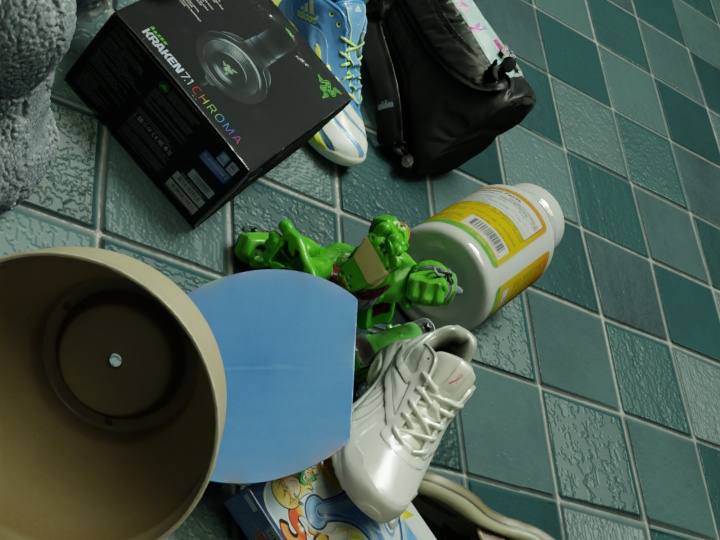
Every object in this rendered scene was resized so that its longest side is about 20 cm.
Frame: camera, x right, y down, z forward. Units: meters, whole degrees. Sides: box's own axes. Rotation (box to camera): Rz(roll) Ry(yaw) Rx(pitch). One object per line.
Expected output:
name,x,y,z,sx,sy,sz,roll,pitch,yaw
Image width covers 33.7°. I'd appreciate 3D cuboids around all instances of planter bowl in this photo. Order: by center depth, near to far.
planter bowl,-0.175,0.074,0.777,0.200,0.200,0.135,48,13,-4

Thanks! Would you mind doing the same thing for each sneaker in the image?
sneaker,0.042,0.106,0.925,0.078,0.099,0.200,41,37,-16
sneaker,-0.030,-0.206,1.173,0.076,0.105,0.200,-12,70,-47

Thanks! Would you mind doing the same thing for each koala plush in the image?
koala plush,-0.263,-0.157,0.837,0.184,0.200,0.177,54,39,2

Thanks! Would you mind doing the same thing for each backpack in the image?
backpack,0.080,-0.217,1.268,0.127,0.167,0.200,10,49,-63

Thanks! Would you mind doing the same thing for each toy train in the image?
toy train,-0.005,0.075,1.024,0.200,0.056,0.042,-17,74,-48

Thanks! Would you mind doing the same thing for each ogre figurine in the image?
ogre figurine,0.000,0.000,1.021,0.120,0.199,0.098,12,71,-61

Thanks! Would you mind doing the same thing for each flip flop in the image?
flip flop,0.103,0.233,1.000,0.200,0.081,0.058,35,59,-17

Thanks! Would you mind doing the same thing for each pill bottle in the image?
pill bottle,0.124,-0.021,1.177,0.111,0.111,0.200,55,39,4

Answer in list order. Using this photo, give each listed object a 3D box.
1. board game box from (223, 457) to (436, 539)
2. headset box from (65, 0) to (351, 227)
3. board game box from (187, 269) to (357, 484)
board game box,0.002,0.224,0.904,0.200,0.034,0.135,55,39,5
headset box,-0.125,-0.165,1.061,0.174,0.093,0.200,50,39,-3
board game box,-0.081,0.087,0.918,0.157,0.039,0.200,-2,48,6
